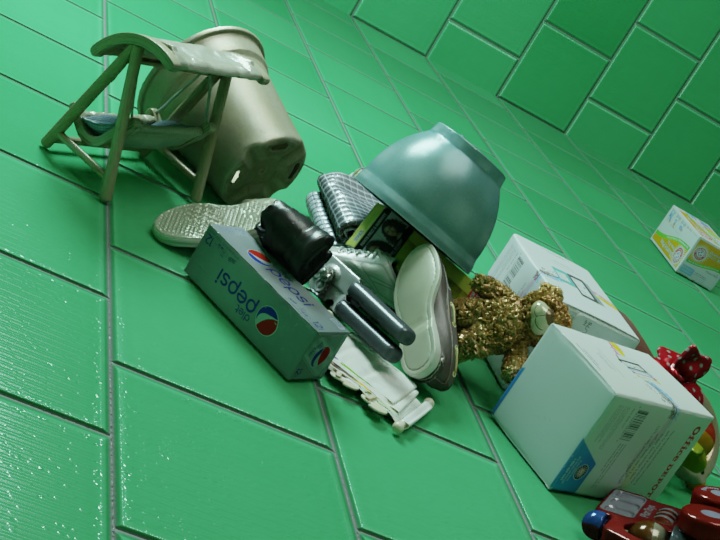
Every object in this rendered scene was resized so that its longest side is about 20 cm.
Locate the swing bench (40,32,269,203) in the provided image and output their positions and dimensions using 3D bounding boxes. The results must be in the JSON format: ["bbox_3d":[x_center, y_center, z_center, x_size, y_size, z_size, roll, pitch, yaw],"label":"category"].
[{"bbox_3d":[-0.249,-0.199,1.612,0.129,0.201,0.198,39,19,23],"label":"swing bench"}]

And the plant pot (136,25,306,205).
[{"bbox_3d":[-0.174,-0.194,1.781,0.200,0.201,0.184,6,42,-54],"label":"plant pot"}]

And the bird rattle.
[{"bbox_3d":[0.440,0.208,1.803,0.163,0.112,0.201,51,41,-27],"label":"bird rattle"}]

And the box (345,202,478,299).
[{"bbox_3d":[0.078,-0.001,1.773,0.200,0.075,0.050,41,-3,-18],"label":"box"}]

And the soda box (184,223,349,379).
[{"bbox_3d":[-0.106,0.034,1.458,0.200,0.069,0.063,42,21,29],"label":"soda box"}]

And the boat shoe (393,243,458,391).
[{"bbox_3d":[0.086,0.057,1.619,0.059,0.071,0.202,37,36,-36],"label":"boat shoe"}]

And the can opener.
[{"bbox_3d":[0.002,0.044,1.593,0.066,0.053,0.200,29,9,-43],"label":"can opener"}]

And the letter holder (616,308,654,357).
[{"bbox_3d":[0.387,0.143,1.945,0.141,0.101,0.200,29,18,-15],"label":"letter holder"}]

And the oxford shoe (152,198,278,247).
[{"bbox_3d":[-0.166,-0.045,1.596,0.199,0.058,0.075,-9,48,-42],"label":"oxford shoe"}]

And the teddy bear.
[{"bbox_3d":[0.170,0.070,1.656,0.198,0.146,0.067,8,-29,10],"label":"teddy bear"}]

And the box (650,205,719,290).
[{"bbox_3d":[0.783,-0.055,3.099,0.112,0.102,0.200,26,19,-17],"label":"box"}]

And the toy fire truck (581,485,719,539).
[{"bbox_3d":[0.339,0.302,1.477,0.166,0.114,0.200,13,10,22],"label":"toy fire truck"}]

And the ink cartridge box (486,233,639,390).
[{"bbox_3d":[0.259,0.078,1.822,0.145,0.147,0.200,24,20,-24],"label":"ink cartridge box"}]

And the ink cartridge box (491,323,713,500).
[{"bbox_3d":[0.299,0.181,1.620,0.199,0.148,0.145,17,23,-39],"label":"ink cartridge box"}]

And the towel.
[{"bbox_3d":[0.028,-0.052,1.875,0.199,0.086,0.166,23,21,-27],"label":"towel"}]

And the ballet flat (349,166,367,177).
[{"bbox_3d":[0.016,-0.134,2.123,0.072,0.072,0.200,39,19,20],"label":"ballet flat"}]

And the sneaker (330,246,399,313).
[{"bbox_3d":[0.000,0.000,1.706,0.199,0.082,0.075,31,20,1],"label":"sneaker"}]

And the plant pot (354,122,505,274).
[{"bbox_3d":[0.109,-0.110,1.748,0.200,0.135,0.200,39,1,-1],"label":"plant pot"}]

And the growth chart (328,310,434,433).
[{"bbox_3d":[-0.001,0.112,1.512,0.200,0.018,0.144,40,20,20],"label":"growth chart"}]

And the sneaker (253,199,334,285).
[{"bbox_3d":[-0.082,-0.032,1.537,0.091,0.076,0.200,46,-17,6],"label":"sneaker"}]
